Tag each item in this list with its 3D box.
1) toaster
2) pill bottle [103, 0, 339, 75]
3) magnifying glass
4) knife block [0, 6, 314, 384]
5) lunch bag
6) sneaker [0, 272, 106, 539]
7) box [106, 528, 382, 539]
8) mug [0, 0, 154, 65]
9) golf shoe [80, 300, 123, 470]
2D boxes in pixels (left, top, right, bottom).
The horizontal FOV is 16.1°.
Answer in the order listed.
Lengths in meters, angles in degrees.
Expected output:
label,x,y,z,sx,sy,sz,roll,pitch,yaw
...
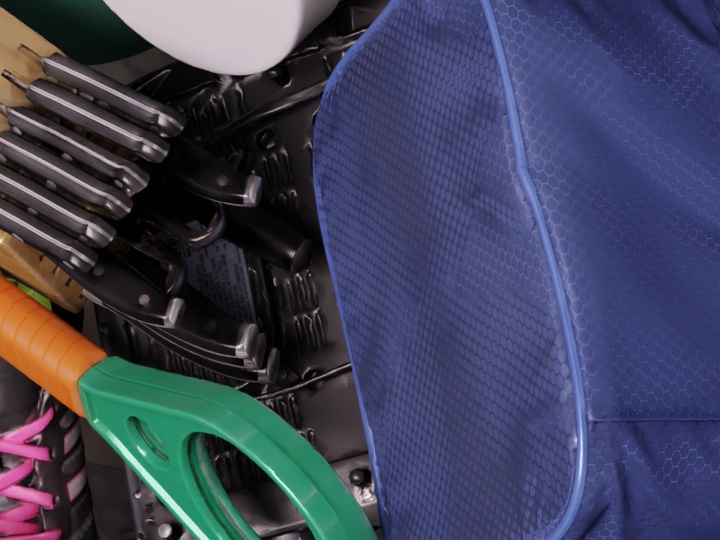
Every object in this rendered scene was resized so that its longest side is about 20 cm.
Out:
label,x,y,z,sx,sy,sz,roll,pitch,yaw
toaster,0.000,0.000,0.892,0.180,0.119,0.201,-18,73,16
pill bottle,-0.007,-0.164,0.843,0.114,0.200,0.114,26,145,20
magnifying glass,-0.067,0.046,0.796,0.200,0.022,0.080,31,146,33
knife block,-0.108,-0.031,0.847,0.175,0.200,0.064,38,79,-20
lunch bag,0.080,0.011,0.733,0.136,0.132,0.201,138,125,-59
sneaker,-0.129,0.056,0.888,0.073,0.088,0.201,-4,69,1
box,-0.009,0.100,0.969,0.199,0.041,0.039,-15,89,20
mug,-0.097,-0.140,0.926,0.185,0.152,0.114,46,148,-2
golf shoe,-0.144,0.034,0.986,0.199,0.097,0.079,14,98,18
